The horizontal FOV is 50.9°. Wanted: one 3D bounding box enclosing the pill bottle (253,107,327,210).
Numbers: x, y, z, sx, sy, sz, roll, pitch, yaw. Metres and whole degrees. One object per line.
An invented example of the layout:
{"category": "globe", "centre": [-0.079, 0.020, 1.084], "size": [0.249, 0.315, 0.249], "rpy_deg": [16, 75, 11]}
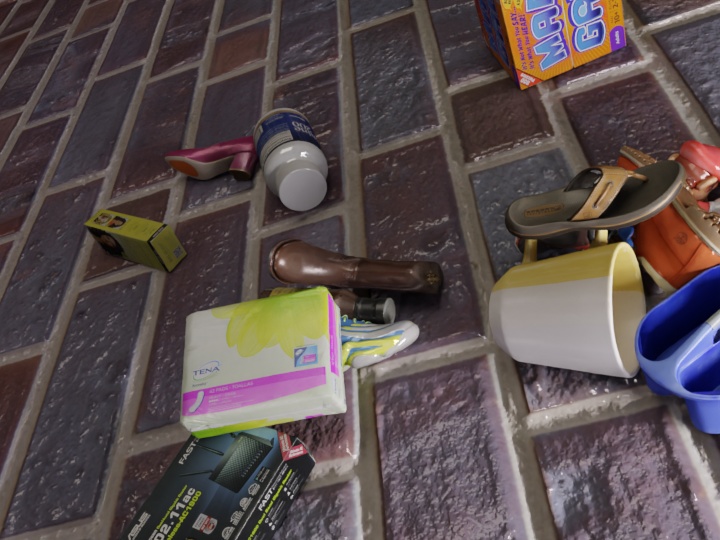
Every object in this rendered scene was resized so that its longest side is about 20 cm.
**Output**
{"category": "pill bottle", "centre": [-0.119, -0.192, 1.319], "size": [0.111, 0.111, 0.200], "rpy_deg": [-24, 41, 1]}

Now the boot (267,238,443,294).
{"category": "boot", "centre": [0.000, 0.000, 1.029], "size": [0.199, 0.186, 0.064], "rpy_deg": [8, 92, 32]}

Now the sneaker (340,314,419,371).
{"category": "sneaker", "centre": [-0.029, 0.082, 0.986], "size": [0.199, 0.076, 0.105], "rpy_deg": [-22, 81, 6]}

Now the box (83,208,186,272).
{"category": "box", "centre": [-0.404, -0.056, 1.350], "size": [0.200, 0.075, 0.050], "rpy_deg": [12, 51, 37]}

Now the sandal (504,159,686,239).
{"category": "sandal", "centre": [0.255, -0.087, 0.841], "size": [0.199, 0.055, 0.082], "rpy_deg": [-9, 42, 23]}

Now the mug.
{"category": "mug", "centre": [0.241, 0.034, 0.888], "size": [0.153, 0.150, 0.187], "rpy_deg": [-5, 46, 34]}

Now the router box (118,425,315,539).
{"category": "router box", "centre": [-0.168, 0.273, 0.896], "size": [0.149, 0.062, 0.200], "rpy_deg": [8, 51, 34]}

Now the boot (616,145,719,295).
{"category": "boot", "centre": [0.351, -0.064, 0.907], "size": [0.107, 0.075, 0.200], "rpy_deg": [-53, 42, 32]}

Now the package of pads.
{"category": "package of pads", "centre": [-0.121, 0.109, 0.926], "size": [0.199, 0.068, 0.155], "rpy_deg": [-12, 56, 12]}

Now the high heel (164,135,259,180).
{"category": "high heel", "centre": [-0.281, -0.230, 1.466], "size": [0.199, 0.067, 0.096], "rpy_deg": [6, 60, 25]}

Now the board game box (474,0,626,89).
{"category": "board game box", "centre": [0.321, -0.482, 1.332], "size": [0.199, 0.200, 0.200], "rpy_deg": [-23, 41, 4]}

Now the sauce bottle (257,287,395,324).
{"category": "sauce bottle", "centre": [-0.049, 0.057, 1.062], "size": [0.199, 0.065, 0.065], "rpy_deg": [2, 48, 27]}

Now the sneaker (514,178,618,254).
{"category": "sneaker", "centre": [0.269, -0.047, 0.959], "size": [0.077, 0.200, 0.082], "rpy_deg": [-22, 79, -26]}

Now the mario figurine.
{"category": "mario figurine", "centre": [0.405, -0.083, 0.990], "size": [0.200, 0.106, 0.124], "rpy_deg": [-34, 77, 6]}

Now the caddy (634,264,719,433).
{"category": "caddy", "centre": [0.386, 0.072, 0.793], "size": [0.200, 0.105, 0.141], "rpy_deg": [-34, 41, -9]}
